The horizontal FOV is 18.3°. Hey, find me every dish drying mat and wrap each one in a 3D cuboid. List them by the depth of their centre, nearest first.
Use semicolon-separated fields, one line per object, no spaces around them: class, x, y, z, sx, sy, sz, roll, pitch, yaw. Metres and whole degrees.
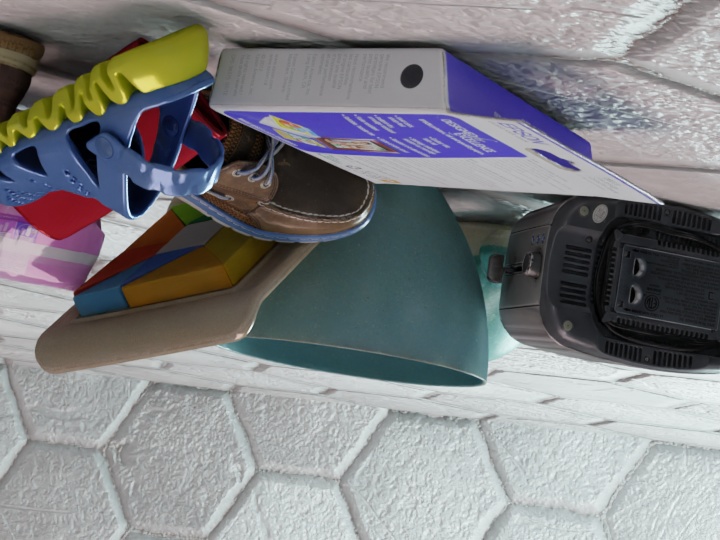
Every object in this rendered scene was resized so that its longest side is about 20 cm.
dish drying mat;-0.158;-0.076;1.348;0.077;0.018;0.200;48;140;-12

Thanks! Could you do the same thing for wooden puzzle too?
wooden puzzle;-0.104;-0.012;1.477;0.185;0.200;0.037;-11;117;34

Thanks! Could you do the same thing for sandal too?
sandal;-0.145;-0.065;1.258;0.079;0.087;0.200;-28;-176;-41

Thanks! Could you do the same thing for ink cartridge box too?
ink cartridge box;0.050;-0.082;1.274;0.200;0.044;0.198;6;172;31

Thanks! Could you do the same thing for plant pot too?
plant pot;0.000;0.000;1.580;0.199;0.135;0.200;9;172;1

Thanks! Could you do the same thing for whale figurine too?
whale figurine;0.095;0.017;1.709;0.159;0.104;0.200;12;171;-18

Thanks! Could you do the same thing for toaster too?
toaster;0.191;0.012;1.560;0.199;0.114;0.129;9;176;-18

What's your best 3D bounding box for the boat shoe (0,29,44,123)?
boat shoe;-0.249;-0.100;1.372;0.072;0.072;0.200;13;171;-28

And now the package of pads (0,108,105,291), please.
package of pads;-0.273;-0.061;1.497;0.199;0.076;0.121;12;-145;-18

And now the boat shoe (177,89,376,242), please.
boat shoe;-0.080;-0.069;1.378;0.199;0.072;0.072;15;164;-12
